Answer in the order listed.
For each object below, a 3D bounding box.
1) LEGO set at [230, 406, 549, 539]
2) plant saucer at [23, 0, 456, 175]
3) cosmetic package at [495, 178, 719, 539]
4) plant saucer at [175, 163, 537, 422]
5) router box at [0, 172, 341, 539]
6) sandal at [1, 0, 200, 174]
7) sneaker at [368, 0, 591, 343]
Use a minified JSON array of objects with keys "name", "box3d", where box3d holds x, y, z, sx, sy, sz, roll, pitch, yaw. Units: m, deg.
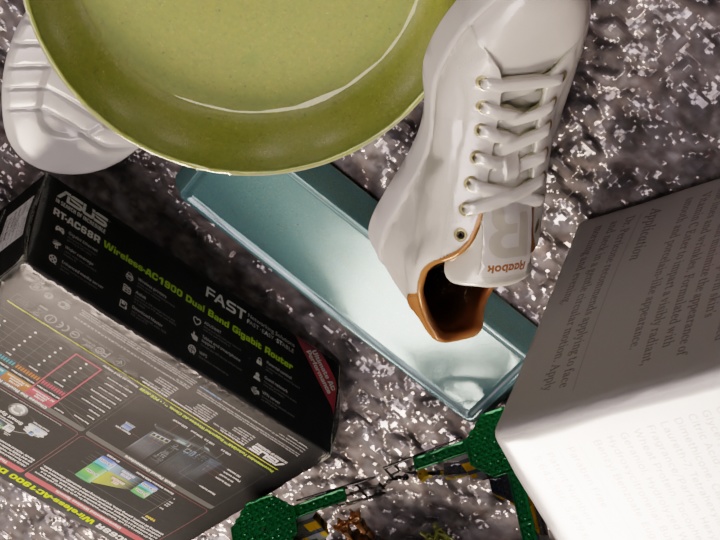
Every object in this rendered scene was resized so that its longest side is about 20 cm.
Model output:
[{"name":"LEGO set","box3d":[0.038,0.170,1.084,0.199,0.155,0.116,-28,144,8]},{"name":"plant saucer","box3d":[-0.049,-0.138,0.939,0.198,0.031,0.202,0,117,0]},{"name":"cosmetic package","box3d":[0.195,0.059,0.925,0.199,0.165,0.166,-17,116,32]},{"name":"plant saucer","box3d":[0.000,0.000,1.057,0.199,0.019,0.070,38,129,-8]},{"name":"router box","box3d":[-0.130,0.056,1.087,0.199,0.063,0.149,35,130,-27]},{"name":"sandal","box3d":[-0.107,-0.135,0.987,0.082,0.050,0.204,18,118,-11]},{"name":"sneaker","box3d":[0.064,-0.047,0.944,0.072,0.085,0.201,-7,141,-23]}]
